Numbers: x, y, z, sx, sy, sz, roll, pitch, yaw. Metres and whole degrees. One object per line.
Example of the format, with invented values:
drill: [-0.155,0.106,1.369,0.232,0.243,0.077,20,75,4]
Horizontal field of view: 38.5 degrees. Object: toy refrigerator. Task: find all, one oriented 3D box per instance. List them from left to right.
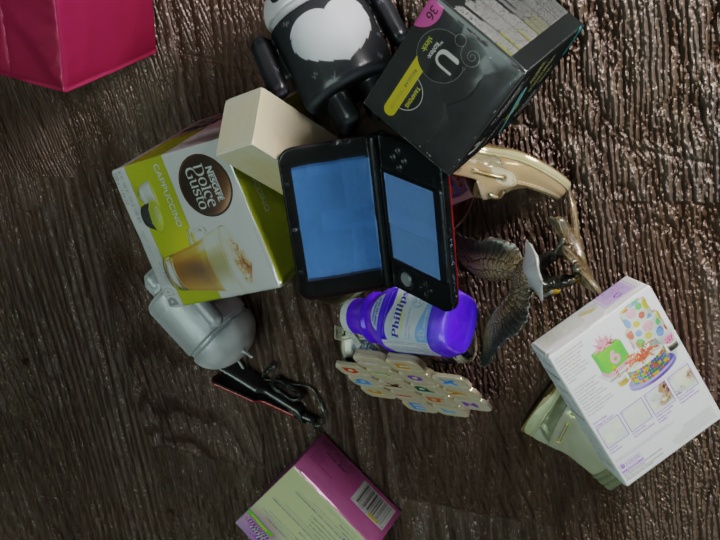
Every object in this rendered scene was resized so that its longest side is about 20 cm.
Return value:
toy refrigerator: [-0.079,-0.135,1.246,0.070,0.077,0.199,-10,154,39]

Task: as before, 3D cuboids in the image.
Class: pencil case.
pencil case: [0.063,0.093,1.390,0.199,0.089,0.079,-10,73,35]

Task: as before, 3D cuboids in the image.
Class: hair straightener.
hair straightener: [-0.139,0.183,1.591,0.199,0.041,0.077,27,126,17]

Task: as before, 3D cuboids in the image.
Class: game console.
game console: [0.012,-0.044,1.180,0.172,0.118,0.201,27,134,46]

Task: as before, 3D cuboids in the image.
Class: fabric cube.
fabric cube: [-0.408,-0.376,1.361,0.199,0.196,0.201,16,124,22]

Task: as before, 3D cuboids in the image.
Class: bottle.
bottle: [0.055,0.061,1.300,0.065,0.084,0.199,27,164,-39]

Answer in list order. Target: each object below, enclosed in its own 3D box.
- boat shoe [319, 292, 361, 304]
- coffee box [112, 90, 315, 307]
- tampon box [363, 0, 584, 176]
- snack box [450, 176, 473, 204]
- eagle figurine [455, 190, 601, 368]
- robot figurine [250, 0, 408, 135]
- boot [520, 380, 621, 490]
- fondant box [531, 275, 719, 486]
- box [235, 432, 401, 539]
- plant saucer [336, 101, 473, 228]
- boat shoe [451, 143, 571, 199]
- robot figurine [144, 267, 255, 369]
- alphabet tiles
boat shoe: [0.000,0.000,1.391,0.200,0.076,0.072,-16,92,59]
coffee box: [-0.162,-0.095,1.356,0.197,0.200,0.201,-10,110,34]
tampon box: [0.125,-0.225,1.112,0.126,0.200,0.150,41,128,6]
snack box: [0.053,-0.096,1.295,0.199,0.024,0.072,-20,101,37]
eagle figurine: [0.188,0.018,1.253,0.199,0.152,0.151,-22,122,32]
robot figurine: [-0.035,-0.266,1.222,0.125,0.150,0.201,-31,82,44]
boot: [0.312,0.175,1.295,0.154,0.072,0.201,36,125,7]
fondant box: [0.314,0.130,1.211,0.144,0.058,0.201,-34,108,-3]
box: [-0.068,0.389,1.623,0.176,0.097,0.200,44,128,3]
plant saucer: [0.060,-0.133,1.307,0.199,0.034,0.202,14,120,25]
boat shoe: [0.147,-0.114,1.203,0.198,0.071,0.065,18,91,-7]
robot figurine: [-0.236,0.066,1.542,0.200,0.113,0.170,46,167,2]
alphabet tiles: [0.072,0.153,1.388,0.194,0.015,0.200,3,155,31]
